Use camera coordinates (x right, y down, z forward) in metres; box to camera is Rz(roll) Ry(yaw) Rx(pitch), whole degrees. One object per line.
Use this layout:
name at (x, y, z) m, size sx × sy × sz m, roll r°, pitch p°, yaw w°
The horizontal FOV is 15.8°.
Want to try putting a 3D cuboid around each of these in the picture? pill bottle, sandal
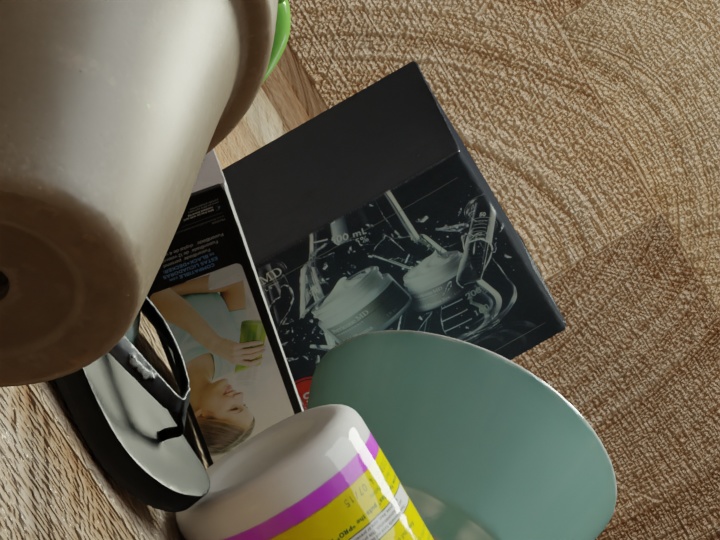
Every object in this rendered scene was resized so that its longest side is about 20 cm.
pill bottle at (0.001, 0.173, 1.262) m, size 0.201 × 0.104 × 0.104 m, roll 59°, pitch 5°, yaw -10°
sandal at (-0.119, 0.023, 1.182) m, size 0.201 × 0.043 × 0.076 m, roll 62°, pitch 14°, yaw -12°

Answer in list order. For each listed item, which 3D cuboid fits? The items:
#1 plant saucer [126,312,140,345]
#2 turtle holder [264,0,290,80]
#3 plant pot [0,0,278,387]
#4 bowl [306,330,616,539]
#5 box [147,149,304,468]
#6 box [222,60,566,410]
plant saucer at (-0.162, -0.042, 1.301) m, size 0.201 × 0.027 × 0.200 m, roll 60°, pitch 5°, yaw -9°
turtle holder at (-0.143, -0.191, 1.812) m, size 0.132 × 0.185 × 0.142 m, roll -108°, pitch -161°, yaw -65°
plant pot at (-0.128, -0.057, 0.949) m, size 0.200 × 0.199 × 0.175 m, roll 55°, pitch 24°, yaw -43°
bowl at (0.042, 0.142, 1.536) m, size 0.201 × 0.200 × 0.105 m, roll 57°, pitch 44°, yaw -33°
box at (-0.083, 0.009, 1.358) m, size 0.117 × 0.060 × 0.201 m, roll -113°, pitch -175°, yaw -53°
box at (0.000, 0.000, 1.675) m, size 0.182 × 0.199 × 0.104 m, roll 55°, pitch 8°, yaw -40°
